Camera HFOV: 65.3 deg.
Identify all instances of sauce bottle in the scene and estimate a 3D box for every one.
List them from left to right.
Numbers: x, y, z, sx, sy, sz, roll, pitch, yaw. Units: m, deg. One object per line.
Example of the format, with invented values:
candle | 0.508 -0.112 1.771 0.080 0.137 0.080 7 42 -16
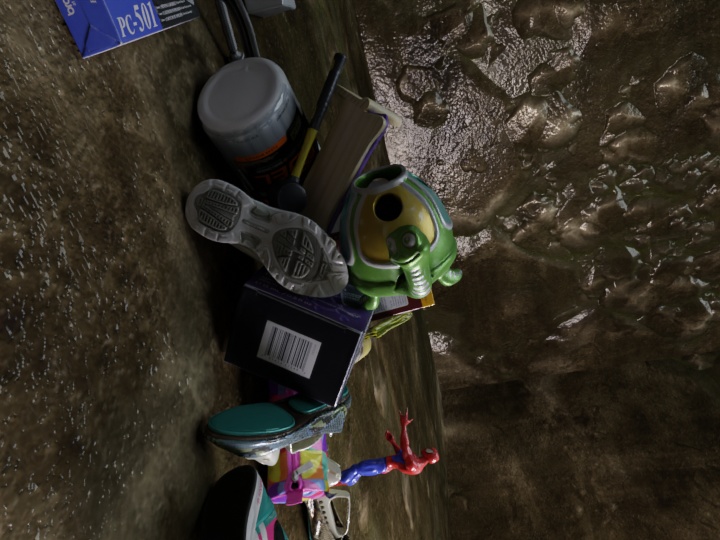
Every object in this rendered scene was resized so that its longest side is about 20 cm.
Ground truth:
sauce bottle | -0.008 0.157 1.198 0.200 0.063 0.066 9 71 -78

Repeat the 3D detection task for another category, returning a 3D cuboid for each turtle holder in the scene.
turtle holder | 0.033 -0.037 0.634 0.186 0.138 0.134 -55 133 -55

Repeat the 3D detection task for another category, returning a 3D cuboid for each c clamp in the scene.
c clamp | -0.170 -0.326 0.750 0.171 0.027 0.202 49 -18 33

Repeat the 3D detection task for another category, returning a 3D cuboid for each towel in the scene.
towel | -0.002 0.112 0.916 0.085 0.199 0.018 -21 83 -40

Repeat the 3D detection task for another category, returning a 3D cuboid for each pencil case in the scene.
pencil case | -0.082 0.196 0.725 0.089 0.086 0.204 59 21 -61

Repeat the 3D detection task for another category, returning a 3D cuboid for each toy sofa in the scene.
toy sofa | -0.023 -0.120 0.722 0.082 0.097 0.202 6 118 -56

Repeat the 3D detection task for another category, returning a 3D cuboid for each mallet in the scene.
mallet | -0.064 -0.164 0.685 0.066 0.041 0.204 9 -101 65

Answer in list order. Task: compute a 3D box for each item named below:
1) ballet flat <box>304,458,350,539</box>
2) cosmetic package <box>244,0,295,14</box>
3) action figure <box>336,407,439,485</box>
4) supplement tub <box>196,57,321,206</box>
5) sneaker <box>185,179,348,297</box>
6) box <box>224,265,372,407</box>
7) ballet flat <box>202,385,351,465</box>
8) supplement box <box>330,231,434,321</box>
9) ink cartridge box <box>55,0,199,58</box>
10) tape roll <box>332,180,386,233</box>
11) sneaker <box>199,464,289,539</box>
ballet flat | -0.052 0.314 0.794 0.068 0.074 0.204 -64 143 -67
cosmetic package | -0.175 -0.546 0.953 0.102 0.072 0.204 -69 149 -69
action figure | 0.025 0.284 0.896 0.065 0.196 0.101 59 23 -62
supplement tub | -0.121 -0.168 0.752 0.201 0.120 0.125 60 23 -60
sneaker | -0.097 -0.038 0.648 0.079 0.198 0.099 -57 178 2
box | -0.060 0.054 0.709 0.200 0.145 0.106 -64 174 -68
ballet flat | -0.086 0.180 0.629 0.197 0.073 0.076 -5 83 -44
supplement box | 0.000 0.000 0.932 0.197 0.196 0.136 -105 -179 -82
ink cartridge box | -0.221 -0.273 0.534 0.201 0.043 0.096 -80 156 -60
tape roll | 0.014 -0.098 1.189 0.067 0.196 0.203 67 17 -47
sneaker | -0.110 0.295 0.513 0.201 0.082 0.122 -80 148 -64
